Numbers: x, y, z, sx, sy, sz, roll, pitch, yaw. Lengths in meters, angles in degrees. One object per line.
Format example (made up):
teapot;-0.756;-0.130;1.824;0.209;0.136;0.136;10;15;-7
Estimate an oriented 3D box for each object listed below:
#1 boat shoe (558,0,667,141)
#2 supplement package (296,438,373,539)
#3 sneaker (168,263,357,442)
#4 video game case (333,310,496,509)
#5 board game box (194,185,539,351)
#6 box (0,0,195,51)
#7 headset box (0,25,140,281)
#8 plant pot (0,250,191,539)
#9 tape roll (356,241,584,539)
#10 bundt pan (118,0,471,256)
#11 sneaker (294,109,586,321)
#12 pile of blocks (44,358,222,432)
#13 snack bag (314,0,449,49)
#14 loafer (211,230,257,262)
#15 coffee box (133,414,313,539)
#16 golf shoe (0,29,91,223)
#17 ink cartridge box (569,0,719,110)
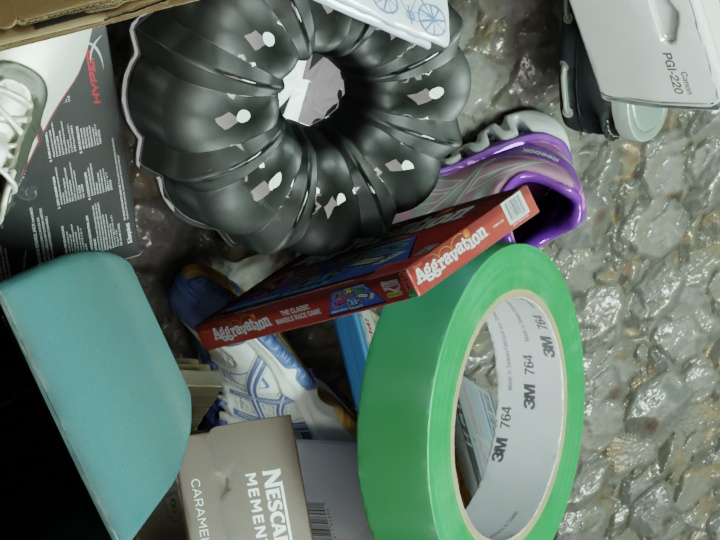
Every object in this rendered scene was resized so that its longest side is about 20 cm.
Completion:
boat shoe;0.144;-0.177;1.301;0.075;0.060;0.202;-15;108;-53
supplement package;-0.039;0.212;1.380;0.119;0.122;0.200;5;140;-29
sneaker;-0.070;0.081;1.353;0.088;0.075;0.200;-37;127;3
video game case;0.051;0.112;1.363;0.018;0.144;0.200;-25;149;19
board game box;0.000;0.000;1.215;0.103;0.199;0.020;-33;101;-38
box;-0.127;-0.206;1.037;0.162;0.202;0.021;-13;153;10
headset box;-0.231;-0.059;1.181;0.198;0.077;0.150;-17;125;-16
plant pot;-0.173;0.070;1.128;0.140;0.200;0.142;-22;98;20
tape roll;0.067;0.084;1.259;0.200;0.048;0.202;-14;107;-58
bundt pan;-0.026;-0.096;1.183;0.200;0.076;0.204;-8;112;-20
sneaker;0.055;-0.024;1.342;0.199;0.089;0.081;-27;130;-8
pile of blocks;-0.184;0.070;1.285;0.198;0.063;0.082;-12;148;-9
snack bag;-0.029;-0.227;1.120;0.188;0.202;0.021;20;147;-36
loafer;-0.027;-0.090;1.266;0.067;0.076;0.201;16;111;-27
coffee box;-0.106;0.159;1.284;0.079;0.200;0.115;-8;83;-29
golf shoe;-0.184;-0.070;1.096;0.077;0.088;0.201;23;104;-33
ink cartridge box;0.192;-0.210;1.236;0.201;0.084;0.146;-58;138;-34
